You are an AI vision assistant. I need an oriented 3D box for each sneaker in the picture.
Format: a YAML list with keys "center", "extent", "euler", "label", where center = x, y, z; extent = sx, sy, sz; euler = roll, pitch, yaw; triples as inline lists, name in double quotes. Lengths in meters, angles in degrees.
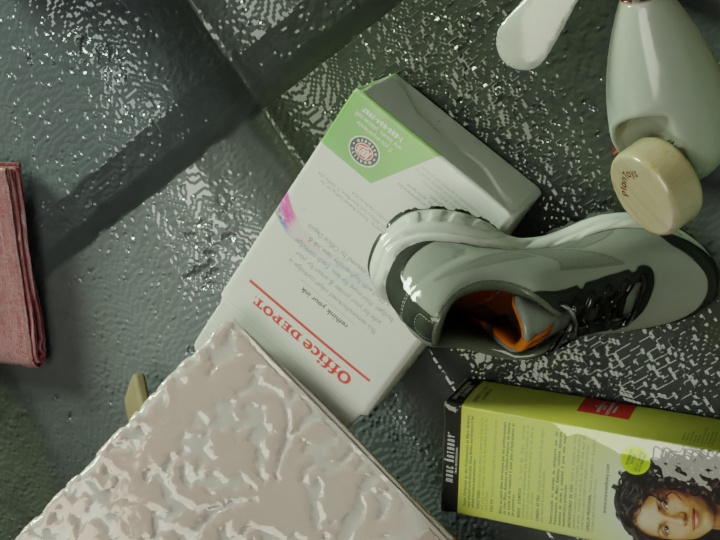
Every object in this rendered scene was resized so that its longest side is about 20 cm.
- center: [0.105, 0.016, 0.764]
  extent: [0.198, 0.080, 0.074]
  euler: [-1, 127, -19]
  label: "sneaker"

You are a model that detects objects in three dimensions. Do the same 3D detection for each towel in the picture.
- center: [-0.077, 0.162, 0.829]
  extent: [0.200, 0.032, 0.191]
  euler: [-45, 85, -2]
  label: "towel"
- center: [-0.312, -0.009, 1.007]
  extent: [0.198, 0.023, 0.146]
  euler: [5, 109, 24]
  label: "towel"

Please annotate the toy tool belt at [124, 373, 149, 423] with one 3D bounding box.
- center: [-0.118, 0.176, 0.940]
  extent: [0.122, 0.124, 0.202]
  euler: [19, 114, 47]
  label: "toy tool belt"

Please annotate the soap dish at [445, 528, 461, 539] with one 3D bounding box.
- center: [0.023, 0.235, 0.873]
  extent: [0.199, 0.081, 0.158]
  euler: [34, 83, 11]
  label: "soap dish"

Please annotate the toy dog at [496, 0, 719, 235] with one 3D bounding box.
- center: [0.137, -0.120, 0.744]
  extent: [0.096, 0.131, 0.202]
  euler: [4, 106, 62]
  label: "toy dog"

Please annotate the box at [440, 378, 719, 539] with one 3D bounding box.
- center: [0.147, 0.117, 0.832]
  extent: [0.198, 0.050, 0.076]
  euler: [7, 109, 22]
  label: "box"

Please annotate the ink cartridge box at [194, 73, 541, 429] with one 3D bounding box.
- center: [0.000, 0.000, 0.849]
  extent: [0.117, 0.067, 0.201]
  euler: [39, 116, 7]
  label: "ink cartridge box"
